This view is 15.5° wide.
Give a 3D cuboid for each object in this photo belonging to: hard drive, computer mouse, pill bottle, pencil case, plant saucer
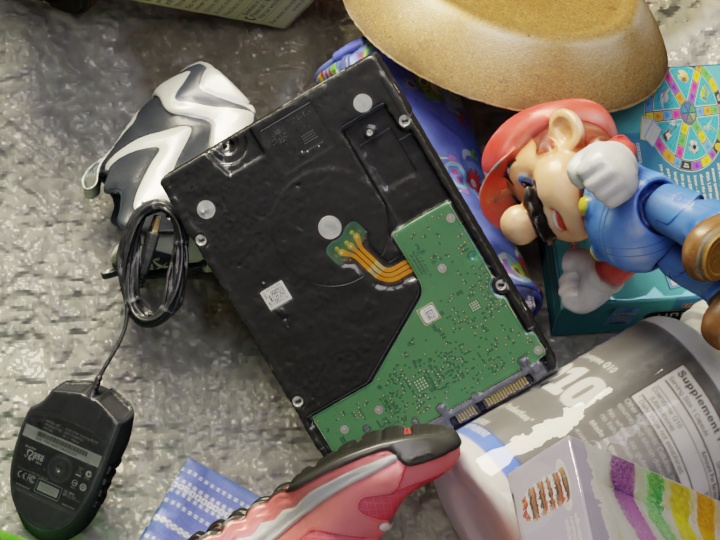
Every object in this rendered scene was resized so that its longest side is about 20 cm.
[{"bbox_3d":[0.000,0.000,1.442,0.140,0.038,0.200,-31,95,8],"label":"hard drive"},{"bbox_3d":[-0.139,0.056,1.462,0.059,0.034,0.200,24,92,19],"label":"computer mouse"},{"bbox_3d":[0.150,0.095,1.455,0.200,0.114,0.114,-30,72,-16],"label":"pill bottle"},{"bbox_3d":[0.038,-0.047,1.524,0.078,0.087,0.200,-29,67,20],"label":"pencil case"},{"bbox_3d":[0.089,-0.160,1.547,0.200,0.035,0.200,11,35,-8],"label":"plant saucer"}]

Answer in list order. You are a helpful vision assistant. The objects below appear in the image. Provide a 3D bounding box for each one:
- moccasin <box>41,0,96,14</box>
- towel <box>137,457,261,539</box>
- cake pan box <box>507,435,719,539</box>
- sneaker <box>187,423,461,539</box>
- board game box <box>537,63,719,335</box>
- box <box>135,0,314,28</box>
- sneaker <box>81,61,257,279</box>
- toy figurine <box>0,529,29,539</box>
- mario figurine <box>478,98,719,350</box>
[{"bbox_3d":[-0.237,-0.228,1.586,0.201,0.074,0.078,21,65,4],"label":"moccasin"},{"bbox_3d":[-0.082,0.215,1.436,0.145,0.024,0.200,28,68,7],"label":"towel"},{"bbox_3d":[0.165,0.199,1.326,0.184,0.052,0.200,24,42,-35],"label":"cake pan box"},{"bbox_3d":[-0.023,0.153,1.410,0.200,0.074,0.087,-31,91,9],"label":"sneaker"},{"bbox_3d":[0.203,-0.045,1.555,0.200,0.047,0.151,-3,68,-6],"label":"board game box"},{"bbox_3d":[-0.116,-0.255,1.557,0.200,0.097,0.176,8,64,-28],"label":"box"},{"bbox_3d":[-0.079,-0.015,1.505,0.130,0.080,0.199,-39,76,-15],"label":"sneaker"},{"bbox_3d":[-0.211,0.224,1.353,0.150,0.200,0.184,29,77,-31],"label":"toy figurine"},{"bbox_3d":[0.128,-0.020,1.421,0.106,0.124,0.200,-3,24,-37],"label":"mario figurine"}]
